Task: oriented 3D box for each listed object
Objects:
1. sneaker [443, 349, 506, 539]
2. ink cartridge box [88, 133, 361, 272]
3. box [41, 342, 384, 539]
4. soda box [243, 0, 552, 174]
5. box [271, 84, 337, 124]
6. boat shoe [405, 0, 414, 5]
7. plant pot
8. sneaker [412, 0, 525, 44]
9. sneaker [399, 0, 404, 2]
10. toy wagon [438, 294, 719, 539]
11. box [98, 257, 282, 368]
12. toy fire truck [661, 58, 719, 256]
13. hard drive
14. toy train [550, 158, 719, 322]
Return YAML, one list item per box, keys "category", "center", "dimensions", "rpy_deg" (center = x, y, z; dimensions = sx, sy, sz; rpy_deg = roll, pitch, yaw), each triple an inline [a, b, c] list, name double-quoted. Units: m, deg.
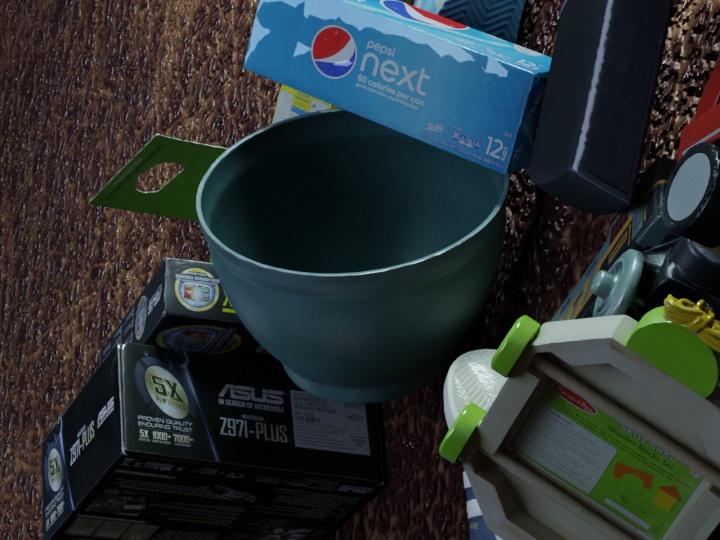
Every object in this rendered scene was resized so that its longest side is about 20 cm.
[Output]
- category: "sneaker"
  center: [0.087, 0.131, 1.160]
  dimensions: [0.200, 0.075, 0.085]
  rpy_deg: [-100, 15, -52]
- category: "ink cartridge box"
  center: [-0.082, -0.022, 1.422]
  dimensions: [0.148, 0.199, 0.076]
  rpy_deg: [-33, 51, 58]
- category: "box"
  center: [-0.108, 0.137, 1.414]
  dimensions: [0.164, 0.199, 0.087]
  rpy_deg: [-49, 40, 49]
- category: "soda box"
  center: [0.029, -0.130, 1.258]
  dimensions: [0.199, 0.064, 0.068]
  rpy_deg: [24, 110, 23]
- category: "box"
  center: [-0.013, -0.180, 1.526]
  dimensions: [0.117, 0.048, 0.201]
  rpy_deg: [-147, 67, -64]
- category: "boat shoe"
  center: [0.034, -0.232, 1.417]
  dimensions: [0.072, 0.068, 0.201]
  rpy_deg: [-8, 72, 64]
- category: "plant pot"
  center: [0.000, 0.000, 1.284]
  dimensions: [0.201, 0.199, 0.135]
  rpy_deg: [-117, 18, -53]
- category: "sneaker"
  center: [0.071, -0.179, 1.327]
  dimensions: [0.081, 0.076, 0.201]
  rpy_deg: [-95, 26, -64]
- category: "sneaker"
  center: [-0.034, -0.197, 1.388]
  dimensions: [0.200, 0.070, 0.094]
  rpy_deg: [41, 113, 54]
- category: "toy wagon"
  center: [0.133, 0.082, 0.988]
  dimensions: [0.040, 0.155, 0.200]
  rpy_deg: [-48, -11, -50]
- category: "box"
  center: [-0.092, 0.056, 1.439]
  dimensions: [0.200, 0.159, 0.045]
  rpy_deg: [134, 139, -59]
- category: "toy fire truck"
  center: [0.221, -0.115, 0.930]
  dimensions: [0.176, 0.128, 0.201]
  rpy_deg: [-35, 37, 57]
- category: "hard drive"
  center: [0.132, -0.101, 1.109]
  dimensions: [0.200, 0.042, 0.136]
  rpy_deg: [-123, 44, -87]
- category: "toy train"
  center: [0.144, 0.035, 1.061]
  dimensions: [0.114, 0.085, 0.200]
  rpy_deg: [-75, 10, -49]
